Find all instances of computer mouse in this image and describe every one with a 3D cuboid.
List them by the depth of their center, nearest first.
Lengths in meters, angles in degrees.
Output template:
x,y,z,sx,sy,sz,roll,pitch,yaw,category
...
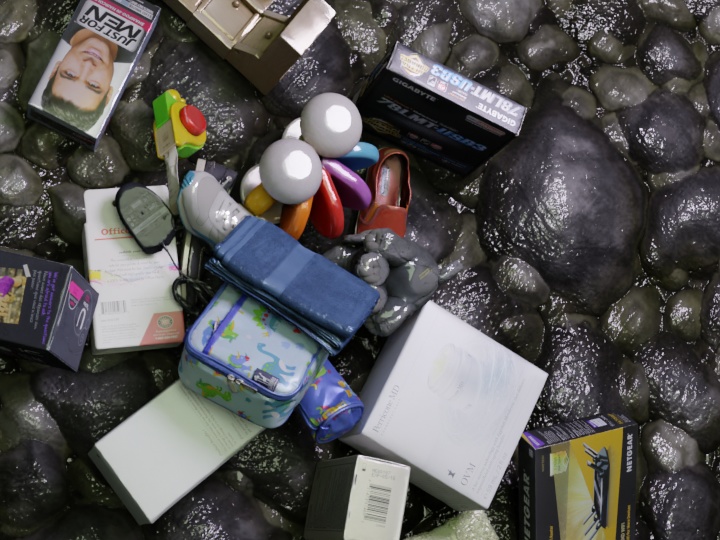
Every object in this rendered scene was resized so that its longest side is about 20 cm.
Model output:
x,y,z,sx,sy,sz,roll,pitch,yaw,category
-0.240,-0.023,1.574,0.058,0.034,0.202,-34,97,-11,computer mouse

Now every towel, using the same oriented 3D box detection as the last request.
x,y,z,sx,sy,sz,roll,pitch,yaw,category
-0.079,0.014,1.505,0.198,0.049,0.112,31,40,10,towel
0.143,0.429,1.668,0.147,0.036,0.203,-21,86,-20,towel

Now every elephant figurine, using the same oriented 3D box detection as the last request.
x,y,z,sx,sy,sz,roll,pitch,yaw,category
0.000,0.000,1.646,0.155,0.199,0.143,40,75,-28,elephant figurine

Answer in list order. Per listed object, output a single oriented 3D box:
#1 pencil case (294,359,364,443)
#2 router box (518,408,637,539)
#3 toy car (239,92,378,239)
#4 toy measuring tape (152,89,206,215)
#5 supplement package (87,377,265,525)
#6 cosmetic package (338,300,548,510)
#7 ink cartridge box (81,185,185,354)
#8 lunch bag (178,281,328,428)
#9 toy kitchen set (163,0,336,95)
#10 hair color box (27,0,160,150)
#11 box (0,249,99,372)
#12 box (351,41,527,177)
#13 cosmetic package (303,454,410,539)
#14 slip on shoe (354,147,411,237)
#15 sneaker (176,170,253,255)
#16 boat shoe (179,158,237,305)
x,y,z,sx,sy,sz,roll,pitch,yaw,category
-0.082,0.129,1.602,0.086,0.079,0.200,-25,62,-36,pencil case
0.291,0.300,1.683,0.155,0.052,0.203,-11,111,-18,router box
-0.055,-0.123,1.642,0.150,0.175,0.201,42,70,-6,toy car
-0.229,-0.152,1.634,0.072,0.074,0.203,-3,58,-17,toy measuring tape
-0.223,0.206,1.557,0.199,0.117,0.118,-37,91,-21,supplement package
0.109,0.180,1.661,0.198,0.123,0.201,30,72,-8,cosmetic package
-0.293,-0.001,1.603,0.114,0.067,0.204,-4,82,-17,ink cartridge box
-0.120,0.082,1.515,0.159,0.083,0.201,28,43,7,lunch bag
-0.130,-0.380,1.665,0.200,0.180,0.164,41,70,-10,toy kitchen set
-0.348,-0.272,1.643,0.098,0.061,0.203,25,74,-11,hair color box
-0.430,0.039,1.495,0.197,0.122,0.108,13,75,7,box
0.097,-0.211,1.691,0.197,0.198,0.050,24,73,-11,box
-0.007,0.291,1.563,0.072,0.200,0.105,14,77,-13,cosmetic package
0.034,-0.071,1.717,0.073,0.061,0.204,8,82,-17,slip on shoe
-0.160,-0.054,1.590,0.201,0.080,0.077,55,48,-43,sneaker
-0.200,-0.047,1.638,0.062,0.073,0.204,10,72,-11,boat shoe
